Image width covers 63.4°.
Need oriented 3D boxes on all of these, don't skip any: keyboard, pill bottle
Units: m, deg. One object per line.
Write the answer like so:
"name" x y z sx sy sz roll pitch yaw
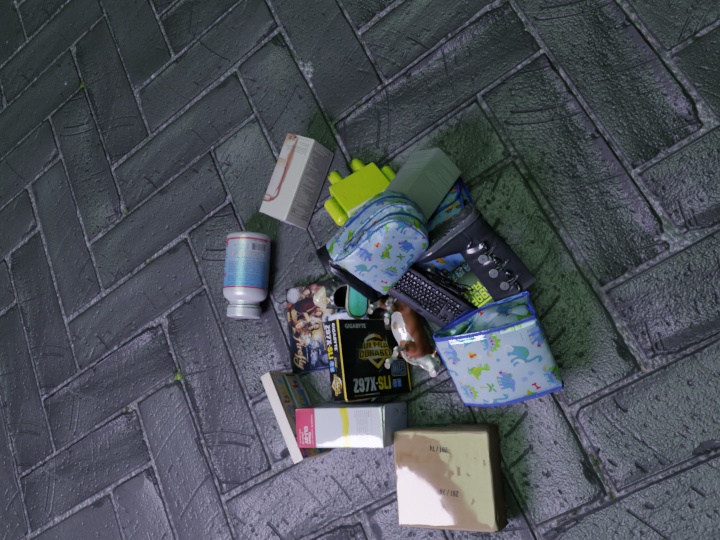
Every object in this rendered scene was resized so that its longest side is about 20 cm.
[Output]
"keyboard" 0.142 0.047 1.159 0.199 0.040 0.105 32 105 0
"pill bottle" -0.277 0.013 1.417 0.108 0.109 0.203 -2 80 24

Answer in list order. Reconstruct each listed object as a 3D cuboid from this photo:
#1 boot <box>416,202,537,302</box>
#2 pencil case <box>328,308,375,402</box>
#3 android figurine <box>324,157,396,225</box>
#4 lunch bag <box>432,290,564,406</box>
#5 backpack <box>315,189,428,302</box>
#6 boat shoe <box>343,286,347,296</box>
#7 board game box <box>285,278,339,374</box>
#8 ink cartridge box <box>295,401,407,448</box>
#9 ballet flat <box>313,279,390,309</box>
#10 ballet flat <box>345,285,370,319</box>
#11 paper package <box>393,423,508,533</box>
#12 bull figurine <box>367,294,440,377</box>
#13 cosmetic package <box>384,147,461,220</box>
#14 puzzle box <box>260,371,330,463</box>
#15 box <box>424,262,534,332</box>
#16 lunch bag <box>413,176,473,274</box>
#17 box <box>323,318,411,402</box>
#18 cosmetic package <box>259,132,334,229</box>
"boot" 0.217 -0.008 1.123 0.164 0.066 0.200 -35 114 28
"pencil case" -0.015 0.185 1.267 0.090 0.083 0.202 -8 79 0
"android figurine" 0.013 -0.166 1.313 0.181 0.041 0.201 -32 62 -11
"lunch bag" 0.258 0.159 1.107 0.198 0.128 0.171 -23 108 15
"backpack" 0.039 -0.051 1.094 0.201 0.163 0.154 -51 24 5
"boat shoe" 0.012 -0.027 1.311 0.071 0.070 0.203 12 83 31
"board game box" -0.102 0.131 1.357 0.134 0.035 0.202 -13 76 22
"ink cartridge box" -0.016 0.323 1.224 0.198 0.145 0.084 -7 79 23
"ballet flat" -0.004 0.053 1.266 0.197 0.057 0.067 -5 114 -7
"ballet flat" 0.000 0.000 1.220 0.069 0.069 0.203 9 92 25
"paper package" 0.176 0.402 1.147 0.198 0.103 0.193 -8 77 24
"bull figurine" 0.094 0.135 1.208 0.065 0.121 0.202 -29 79 45
"cosmetic package" 0.106 -0.153 1.216 0.201 0.090 0.107 -56 25 -8
"puzzle box" -0.142 0.319 1.291 0.025 0.133 0.201 -32 70 16
"box" 0.231 0.064 1.210 0.200 0.044 0.161 -39 67 14
"lunch bag" 0.169 -0.105 1.234 0.150 0.094 0.201 -35 40 26
"box" 0.018 0.181 1.202 0.049 0.199 0.162 -15 75 42
"cosmetic package" -0.152 -0.213 1.401 0.087 0.103 0.202 20 88 28
